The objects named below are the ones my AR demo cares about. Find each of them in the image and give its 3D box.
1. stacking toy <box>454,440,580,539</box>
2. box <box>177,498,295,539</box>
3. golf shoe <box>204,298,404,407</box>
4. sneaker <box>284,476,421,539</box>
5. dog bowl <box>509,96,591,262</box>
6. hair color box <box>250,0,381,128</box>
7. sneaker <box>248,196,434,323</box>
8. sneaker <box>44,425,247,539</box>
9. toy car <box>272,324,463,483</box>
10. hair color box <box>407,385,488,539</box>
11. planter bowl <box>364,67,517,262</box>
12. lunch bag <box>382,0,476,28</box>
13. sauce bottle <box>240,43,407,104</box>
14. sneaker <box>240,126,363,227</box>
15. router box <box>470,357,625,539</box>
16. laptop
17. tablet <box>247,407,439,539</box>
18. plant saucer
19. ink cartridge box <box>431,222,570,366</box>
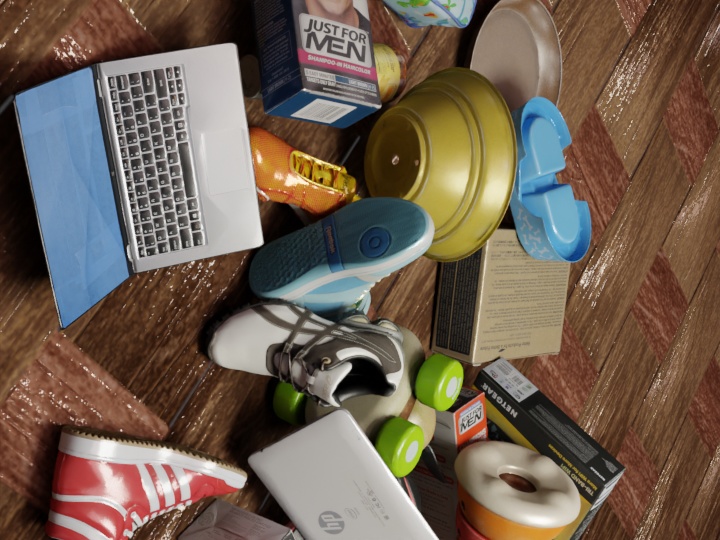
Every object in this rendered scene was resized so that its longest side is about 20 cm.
[{"bbox_3d":[0.151,0.309,1.190,0.145,0.145,0.203,-6,119,-46],"label":"stacking toy"},{"bbox_3d":[-0.096,0.338,1.076,0.060,0.115,0.203,-41,125,-36],"label":"box"},{"bbox_3d":[-0.053,0.083,1.020,0.196,0.095,0.079,0,122,-5],"label":"golf shoe"},{"bbox_3d":[-0.021,0.271,1.165,0.198,0.086,0.075,-14,88,-38],"label":"sneaker"},{"bbox_3d":[0.220,-0.106,1.290,0.111,0.049,0.204,-19,96,-48],"label":"dog bowl"},{"bbox_3d":[-0.046,-0.242,0.980,0.099,0.060,0.204,4,73,-43],"label":"hair color box"},{"bbox_3d":[0.000,0.000,1.070,0.131,0.197,0.081,44,37,-51],"label":"sneaker"},{"bbox_3d":[-0.196,0.213,0.968,0.198,0.071,0.115,20,80,-40],"label":"sneaker"},{"bbox_3d":[0.026,0.170,1.153,0.159,0.162,0.201,-53,145,-25],"label":"toy car"},{"bbox_3d":[0.096,0.235,1.267,0.063,0.110,0.204,-25,117,-40],"label":"hair color box"},{"bbox_3d":[0.061,-0.112,1.092,0.082,0.199,0.204,1,98,-39],"label":"planter bowl"},{"bbox_3d":[0.064,-0.354,1.102,0.199,0.081,0.164,18,84,-58],"label":"lunch bag"},{"bbox_3d":[-0.038,-0.195,1.059,0.198,0.065,0.067,-12,108,-43],"label":"sauce bottle"},{"bbox_3d":[-0.050,-0.091,1.047,0.199,0.076,0.074,33,45,-51],"label":"sneaker"},{"bbox_3d":[0.200,0.231,1.278,0.052,0.200,0.159,-22,144,-43],"label":"router box"},{"bbox_3d":[-0.174,-0.077,0.887,0.197,0.116,0.191,-12,110,-17],"label":"laptop"},{"bbox_3d":[-0.011,0.239,1.053,0.201,0.129,0.014,55,26,-11],"label":"tablet"},{"bbox_3d":[0.185,-0.240,1.317,0.198,0.032,0.204,-12,107,-46],"label":"plant saucer"},{"bbox_3d":[0.183,0.024,1.342,0.198,0.074,0.168,-1,101,-48],"label":"ink cartridge box"}]
